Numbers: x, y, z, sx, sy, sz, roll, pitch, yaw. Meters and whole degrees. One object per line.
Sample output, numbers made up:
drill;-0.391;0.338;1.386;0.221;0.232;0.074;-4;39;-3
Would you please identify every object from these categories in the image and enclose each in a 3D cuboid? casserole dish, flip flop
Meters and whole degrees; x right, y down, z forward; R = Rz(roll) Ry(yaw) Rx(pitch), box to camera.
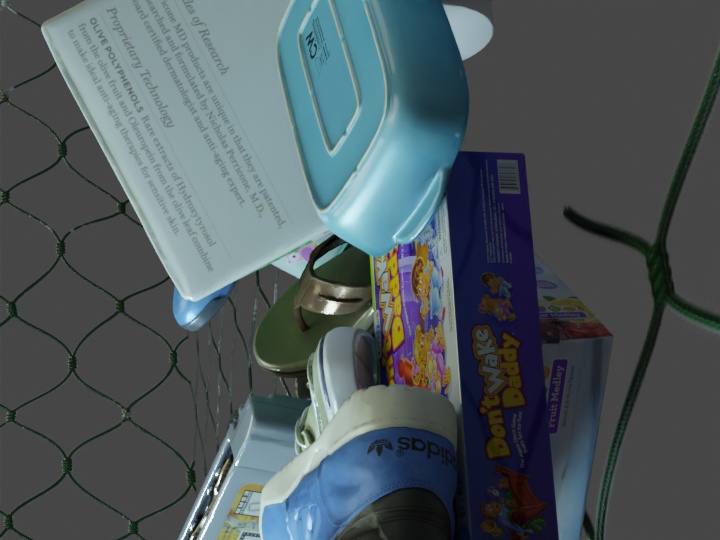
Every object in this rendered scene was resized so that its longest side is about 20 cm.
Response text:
casserole dish;-0.002;-0.102;0.656;0.121;0.038;0.201;-55;36;40
flip flop;0.000;0.000;0.822;0.199;0.057;0.082;-32;44;30

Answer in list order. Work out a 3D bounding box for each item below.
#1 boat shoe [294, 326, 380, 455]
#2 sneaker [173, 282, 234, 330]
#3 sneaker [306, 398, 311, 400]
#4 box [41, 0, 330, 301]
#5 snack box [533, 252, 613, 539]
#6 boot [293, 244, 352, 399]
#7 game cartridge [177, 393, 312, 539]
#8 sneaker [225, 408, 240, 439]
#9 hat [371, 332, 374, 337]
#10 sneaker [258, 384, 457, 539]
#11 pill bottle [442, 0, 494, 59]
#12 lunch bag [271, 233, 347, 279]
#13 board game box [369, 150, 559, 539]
boat shoe;-0.008;0.107;0.759;0.201;0.061;0.072;75;-164;-49
sneaker;-0.119;-0.056;1.000;0.066;0.078;0.202;10;78;60
sneaker;-0.062;0.147;1.074;0.199;0.078;0.067;-24;78;38
box;-0.080;-0.106;0.861;0.201;0.170;0.199;61;180;-2
snack box;0.080;0.098;0.717;0.142;0.052;0.202;-124;36;-62
boot;-0.023;0.070;1.125;0.204;0.073;0.155;-103;14;-61
game cartridge;-0.053;0.179;0.877;0.201;0.132;0.042;-64;24;24
sneaker;-0.026;0.171;1.168;0.199;0.114;0.077;11;99;48
hat;0.025;0.045;0.886;0.200;0.080;0.203;179;90;-76
sneaker;-0.005;0.147;0.607;0.200;0.076;0.112;124;153;-53
pill bottle;0.028;-0.231;0.772;0.112;0.111;0.202;125;142;-68
lunch bag;-0.047;-0.091;1.091;0.161;0.077;0.200;-59;24;11
board game box;0.048;0.057;0.647;0.134;0.044;0.202;135;134;-68
